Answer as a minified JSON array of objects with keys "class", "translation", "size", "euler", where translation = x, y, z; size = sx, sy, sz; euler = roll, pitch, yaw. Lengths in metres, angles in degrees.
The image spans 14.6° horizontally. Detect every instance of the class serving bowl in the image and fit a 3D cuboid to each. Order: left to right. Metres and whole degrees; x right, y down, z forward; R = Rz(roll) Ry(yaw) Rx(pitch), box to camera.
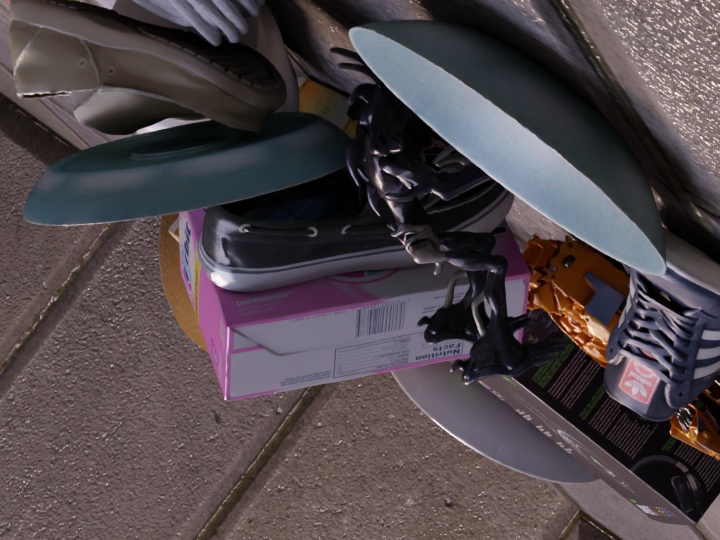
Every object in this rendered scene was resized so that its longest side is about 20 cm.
[{"class":"serving bowl","translation":[0.116,0.067,2.061],"size":[0.199,0.066,0.200],"euler":[24,-155,-12]}]

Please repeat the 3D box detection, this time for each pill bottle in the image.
[{"class":"pill bottle","translation":[-0.101,-0.127,1.787],"size":[0.113,0.114,0.200],"euler":[37,174,8]}]

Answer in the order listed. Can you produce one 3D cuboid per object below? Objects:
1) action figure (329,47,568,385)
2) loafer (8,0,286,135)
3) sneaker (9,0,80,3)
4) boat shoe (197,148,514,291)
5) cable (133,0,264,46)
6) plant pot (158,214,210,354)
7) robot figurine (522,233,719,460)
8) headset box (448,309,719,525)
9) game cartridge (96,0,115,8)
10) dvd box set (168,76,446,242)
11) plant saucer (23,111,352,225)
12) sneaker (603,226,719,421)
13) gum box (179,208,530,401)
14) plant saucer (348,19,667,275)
[{"class":"action figure","translation":[0.053,-0.044,1.574],"size":[0.119,0.101,0.201],"euler":[-132,19,-69]},{"class":"loafer","translation":[-0.127,-0.110,1.642],"size":[0.199,0.069,0.075],"euler":[21,-166,35]},{"class":"sneaker","translation":[-0.194,-0.208,1.833],"size":[0.078,0.090,0.200],"euler":[40,171,-3]},{"class":"boat shoe","translation":[0.001,-0.039,1.638],"size":[0.057,0.199,0.069],"euler":[94,154,-47]},{"class":"cable","translation":[-0.134,-0.206,1.563],"size":[0.200,0.069,0.200],"euler":[38,176,-26]},{"class":"plant pot","translation":[-0.012,-0.014,1.991],"size":[0.199,0.187,0.186],"euler":[9,155,50]},{"class":"robot figurine","translation":[0.183,0.053,1.736],"size":[0.200,0.058,0.145],"euler":[39,176,-7]},{"class":"headset box","translation":[0.160,0.074,1.897],"size":[0.200,0.093,0.174],"euler":[38,175,-2]},{"class":"game cartridge","translation":[-0.146,-0.187,2.018],"size":[0.200,0.041,0.133],"euler":[39,171,-12]},{"class":"dvd box set","translation":[-0.034,-0.048,1.848],"size":[0.029,0.146,0.200],"euler":[45,173,-31]},{"class":"plant saucer","translation":[-0.100,-0.062,1.624],"size":[0.200,0.199,0.028],"euler":[-158,56,-72]},{"class":"sneaker","translation":[0.168,0.036,1.536],"size":[0.075,0.085,0.200],"euler":[36,174,19]},{"class":"gum box","translation":[0.000,0.000,1.690],"size":[0.066,0.198,0.114],"euler":[95,160,-45]},{"class":"plant saucer","translation":[0.084,-0.073,1.410],"size":[0.201,0.039,0.201],"euler":[38,174,4]}]
